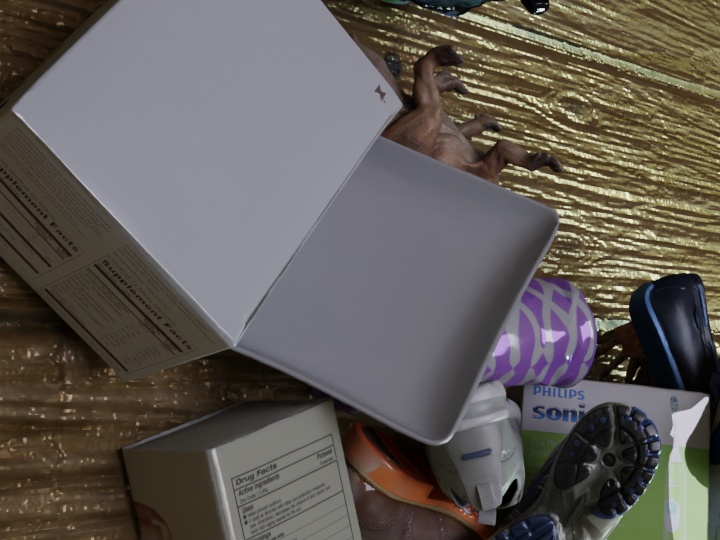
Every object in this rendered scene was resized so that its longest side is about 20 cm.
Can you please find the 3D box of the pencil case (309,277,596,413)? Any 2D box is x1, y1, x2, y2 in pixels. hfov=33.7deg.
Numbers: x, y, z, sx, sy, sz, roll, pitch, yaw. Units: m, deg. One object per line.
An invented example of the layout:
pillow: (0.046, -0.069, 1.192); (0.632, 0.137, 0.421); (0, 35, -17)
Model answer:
pencil case: (0.063, 0.052, 0.801); (0.198, 0.084, 0.086); (-3, 124, -26)

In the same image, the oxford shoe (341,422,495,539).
oxford shoe: (0.029, 0.166, 0.811); (0.073, 0.071, 0.200); (-48, 137, 3)

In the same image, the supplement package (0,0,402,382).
supplement package: (-0.098, -0.072, 0.645); (0.156, 0.110, 0.201); (48, 51, -20)

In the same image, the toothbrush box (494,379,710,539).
toothbrush box: (0.178, 0.189, 0.889); (0.144, 0.086, 0.202); (6, 76, -4)

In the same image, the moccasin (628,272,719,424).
moccasin: (0.284, 0.099, 0.962); (0.068, 0.080, 0.202); (-22, 101, -9)

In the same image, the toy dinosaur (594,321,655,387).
toy dinosaur: (0.248, 0.121, 1.033); (0.135, 0.085, 0.202); (27, 68, -42)

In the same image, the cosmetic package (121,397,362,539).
cosmetic package: (-0.056, 0.184, 0.683); (0.103, 0.087, 0.202); (-15, 96, -46)

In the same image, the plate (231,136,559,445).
plate: (0.000, 0.000, 0.734); (0.200, 0.198, 0.032); (-57, 164, -37)

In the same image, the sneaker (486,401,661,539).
sneaker: (0.136, 0.175, 0.809); (0.077, 0.201, 0.085); (38, 10, 8)

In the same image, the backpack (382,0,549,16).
backpack: (0.027, -0.271, 0.803); (0.199, 0.146, 0.185); (4, 82, -51)

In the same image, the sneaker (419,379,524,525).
sneaker: (0.072, 0.128, 0.780); (0.200, 0.074, 0.083); (48, 32, -73)

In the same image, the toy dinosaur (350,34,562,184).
toy dinosaur: (0.044, -0.070, 0.837); (0.136, 0.086, 0.200); (-45, 103, -2)

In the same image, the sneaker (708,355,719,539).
sneaker: (0.287, 0.151, 0.871); (0.115, 0.080, 0.202); (-4, 102, -83)
